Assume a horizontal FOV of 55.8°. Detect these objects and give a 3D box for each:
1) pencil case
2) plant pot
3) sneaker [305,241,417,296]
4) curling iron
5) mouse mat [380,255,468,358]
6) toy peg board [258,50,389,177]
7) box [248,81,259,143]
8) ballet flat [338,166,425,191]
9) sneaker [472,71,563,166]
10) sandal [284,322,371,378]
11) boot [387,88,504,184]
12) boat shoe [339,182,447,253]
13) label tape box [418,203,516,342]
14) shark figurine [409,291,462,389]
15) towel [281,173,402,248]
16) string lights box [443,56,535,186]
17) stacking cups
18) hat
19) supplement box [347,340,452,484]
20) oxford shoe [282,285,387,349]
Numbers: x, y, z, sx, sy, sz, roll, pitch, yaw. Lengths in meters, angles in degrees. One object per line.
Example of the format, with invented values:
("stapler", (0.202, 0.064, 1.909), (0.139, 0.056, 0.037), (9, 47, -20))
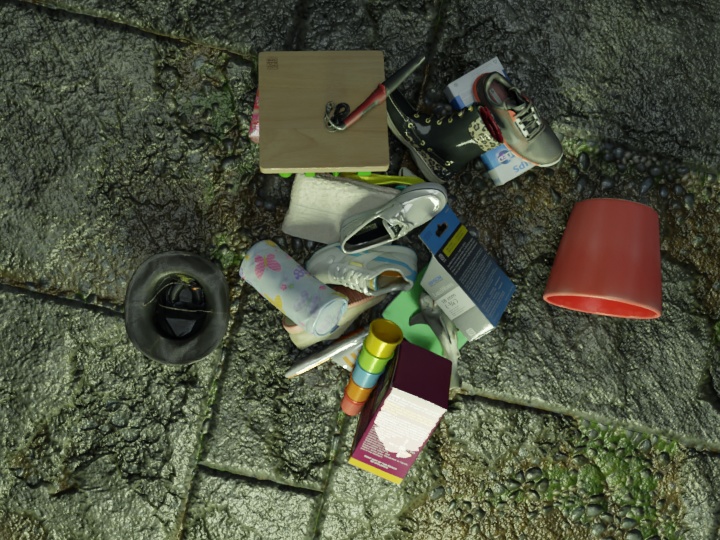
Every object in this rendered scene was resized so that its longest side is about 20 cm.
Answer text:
("pencil case", (-0.115, 0.028, 1.172), (0.200, 0.083, 0.091), (35, 68, 24))
("plant pot", (0.429, -0.021, 1.178), (0.200, 0.200, 0.177), (12, 83, -3))
("sneaker", (0.000, 0.000, 1.197), (0.200, 0.081, 0.077), (-2, 129, 7))
("curling iron", (0.023, -0.281, 1.056), (0.200, 0.026, 0.050), (-37, 85, -11))
("mouse mat", (0.157, 0.063, 1.258), (0.161, 0.008, 0.200), (43, 90, -4))
("toy peg board", (-0.062, -0.242, 1.104), (0.200, 0.098, 0.199), (-2, 77, -5))
("box", (-0.086, -0.255, 1.186), (0.200, 0.095, 0.100), (11, 92, -3))
("ballet flat", (0.054, -0.156, 1.218), (0.200, 0.067, 0.067), (5, 64, -1))
("sneaker", (0.267, -0.254, 1.144), (0.200, 0.082, 0.077), (43, 91, -4))
("sandal", (-0.036, 0.158, 1.227), (0.207, 0.079, 0.059), (-28, 95, 9))
("boot", (0.137, -0.261, 1.168), (0.154, 0.073, 0.204), (-27, 102, 39))
("boat shoe", (0.054, -0.083, 1.144), (0.200, 0.066, 0.072), (-19, 122, 14))
("label tape box", (0.169, 0.002, 1.179), (0.200, 0.144, 0.063), (49, 128, -4))
("shark figurine", (0.133, 0.116, 1.233), (0.089, 0.128, 0.215), (-8, 113, 23))
("towel", (-0.029, -0.102, 1.195), (0.200, 0.034, 0.133), (14, 123, -7))
("string lights box", (0.243, -0.263, 1.214), (0.103, 0.059, 0.200), (-30, 94, 0))
("stacking cups", (0.012, 0.170, 1.177), (0.060, 0.061, 0.200), (22, 128, -3))
("hat", (-0.321, 0.066, 1.208), (0.200, 0.081, 0.201), (0, 86, -7))
("supplement box", (0.068, 0.242, 1.167), (0.103, 0.131, 0.200), (23, 123, -2))
("oxford shoe", (-0.039, 0.078, 1.233), (0.200, 0.071, 0.074), (-22, 122, -3))
